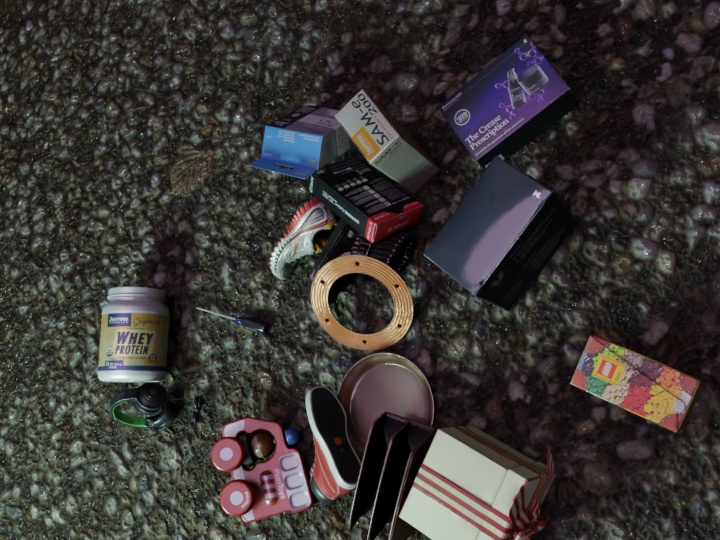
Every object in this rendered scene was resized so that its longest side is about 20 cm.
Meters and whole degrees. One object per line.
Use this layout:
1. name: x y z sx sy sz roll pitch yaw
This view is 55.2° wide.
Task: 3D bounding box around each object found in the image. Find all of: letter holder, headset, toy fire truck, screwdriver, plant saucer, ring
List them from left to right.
1. headset: -0.434 0.301 1.467 0.199 0.124 0.094 -10 48 2
2. screwdriver: -0.280 0.101 1.471 0.199 0.029 0.028 14 87 24
3. toy fire truck: -0.189 0.383 1.343 0.167 0.112 0.201 -16 72 -1
4. ring: 0.003 0.060 1.286 0.200 0.019 0.201 7 117 14
5. plant saucer: 0.048 0.253 1.273 0.200 0.032 0.201 -5 78 26
6. letter holder: 0.044 0.363 1.162 0.100 0.142 0.201 16 99 19

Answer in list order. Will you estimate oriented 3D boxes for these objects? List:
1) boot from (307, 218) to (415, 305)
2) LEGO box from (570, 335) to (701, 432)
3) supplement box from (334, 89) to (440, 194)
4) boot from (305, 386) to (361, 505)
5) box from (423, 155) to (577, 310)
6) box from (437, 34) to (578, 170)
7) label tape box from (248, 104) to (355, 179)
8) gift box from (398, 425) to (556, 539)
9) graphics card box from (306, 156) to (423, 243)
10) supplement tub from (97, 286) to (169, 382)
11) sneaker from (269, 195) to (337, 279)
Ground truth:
1. boot: -0.001 -0.001 1.319 0.158 0.079 0.212 26 93 29
2. LEGO box: 0.407 0.165 1.003 0.149 0.200 0.077 24 91 30
3. supplement box: 0.054 -0.231 1.264 0.074 0.200 0.126 -42 65 15
4. boot: -0.074 0.329 1.287 0.144 0.072 0.200 -52 51 47
5. box: 0.236 -0.054 1.136 0.117 0.200 0.197 40 99 28
6. box: 0.263 -0.296 1.239 0.200 0.079 0.141 -38 63 17
7. label tape box: -0.108 -0.260 1.362 0.144 0.200 0.063 16 128 29
8. gift box: 0.200 0.349 1.088 0.186 0.184 0.200 27 100 31
9. graphics card box: 0.006 -0.139 1.309 0.200 0.125 0.051 41 138 30
10. supplement tub: -0.496 0.143 1.516 0.144 0.144 0.201 -6 78 27
11. sneaker: -0.116 -0.050 1.373 0.082 0.078 0.200 40 125 7
